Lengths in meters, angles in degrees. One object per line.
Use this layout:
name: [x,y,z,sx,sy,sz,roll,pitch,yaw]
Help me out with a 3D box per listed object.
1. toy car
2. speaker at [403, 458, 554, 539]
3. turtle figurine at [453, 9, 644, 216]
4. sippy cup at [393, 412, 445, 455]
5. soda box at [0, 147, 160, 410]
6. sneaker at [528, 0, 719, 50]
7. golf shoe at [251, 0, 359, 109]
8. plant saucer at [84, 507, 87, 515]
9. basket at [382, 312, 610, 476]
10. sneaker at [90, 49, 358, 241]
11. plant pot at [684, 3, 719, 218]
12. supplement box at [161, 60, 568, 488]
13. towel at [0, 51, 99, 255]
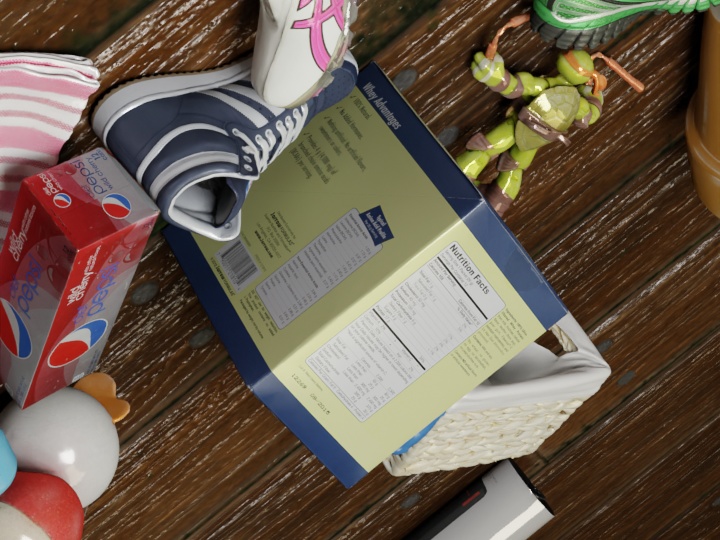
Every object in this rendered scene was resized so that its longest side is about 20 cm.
toy car: [-0.252,0.146,1.400,0.200,0.176,0.185,-55,136,-43]
speaker: [0.104,0.284,1.992,0.200,0.081,0.081,-39,150,5]
turtle figurine: [0.138,-0.115,1.496,0.199,0.065,0.161,10,126,-51]
sippy cup: [-0.001,0.074,1.498,0.139,0.178,0.130,-40,128,5]
soda box: [-0.200,0.008,1.278,0.070,0.063,0.200,-28,160,-35]
sneaker: [0.217,-0.231,1.405,0.199,0.078,0.085,-26,144,-21]
golf shoe: [-0.043,-0.194,1.198,0.092,0.073,0.201,-3,124,-35]
plant saucer: [-0.294,0.202,1.518,0.199,0.035,0.201,-25,148,-17]
basket: [0.091,0.089,1.659,0.199,0.136,0.124,-5,139,-42]
sneaker: [-0.069,-0.087,1.277,0.199,0.109,0.070,-17,145,-30]
plant pot: [0.354,-0.160,1.555,0.199,0.200,0.184,-30,133,-10]
supplement box: [0.000,0.000,1.352,0.199,0.200,0.134,-38,132,3]
towel: [-0.257,-0.055,1.206,0.146,0.030,0.201,-6,138,-41]
